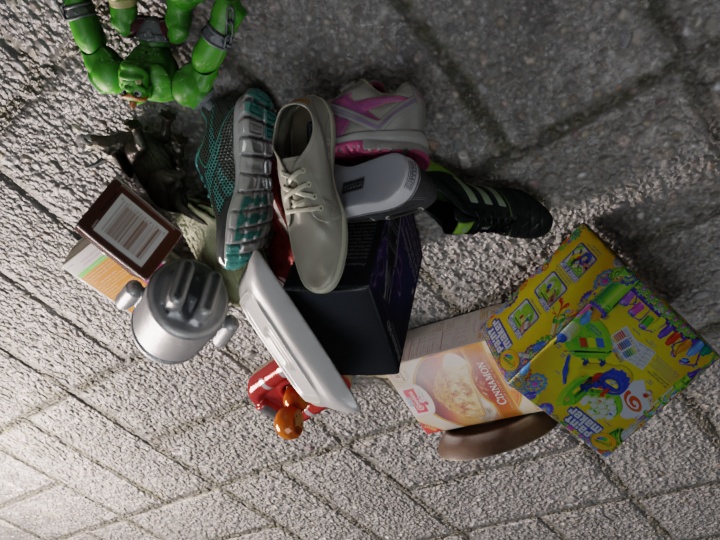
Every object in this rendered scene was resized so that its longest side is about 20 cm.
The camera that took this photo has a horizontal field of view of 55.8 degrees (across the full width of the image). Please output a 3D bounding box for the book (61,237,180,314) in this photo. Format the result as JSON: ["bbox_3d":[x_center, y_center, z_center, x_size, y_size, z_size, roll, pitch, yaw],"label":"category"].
[{"bbox_3d":[-0.319,0.012,1.012,0.132,0.049,0.200,-26,125,29],"label":"book"}]

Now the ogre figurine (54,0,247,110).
[{"bbox_3d":[-0.217,-0.235,0.706,0.194,0.099,0.123,1,120,-10],"label":"ogre figurine"}]

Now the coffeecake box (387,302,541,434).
[{"bbox_3d":[0.155,0.151,1.014,0.196,0.074,0.155,-19,121,29],"label":"coffeecake box"}]

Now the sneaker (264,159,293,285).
[{"bbox_3d":[-0.105,-0.043,0.885,0.113,0.079,0.203,-9,123,30],"label":"sneaker"}]

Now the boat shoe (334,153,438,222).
[{"bbox_3d":[0.003,-0.082,0.732,0.065,0.072,0.197,21,162,-38],"label":"boat shoe"}]

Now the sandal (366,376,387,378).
[{"bbox_3d":[0.001,0.124,1.033,0.076,0.071,0.214,-3,135,18],"label":"sandal"}]

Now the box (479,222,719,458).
[{"bbox_3d":[0.293,0.090,0.852,0.199,0.123,0.193,36,107,-24],"label":"box"}]

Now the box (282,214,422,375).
[{"bbox_3d":[0.000,0.000,0.811,0.102,0.203,0.150,-2,136,19],"label":"box"}]

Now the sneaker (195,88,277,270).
[{"bbox_3d":[-0.151,-0.105,0.786,0.089,0.206,0.077,9,-176,28],"label":"sneaker"}]

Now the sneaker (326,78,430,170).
[{"bbox_3d":[-0.004,-0.160,0.746,0.196,0.091,0.081,9,171,32],"label":"sneaker"}]

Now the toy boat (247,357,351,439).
[{"bbox_3d":[-0.104,0.211,1.103,0.129,0.133,0.199,34,133,-23],"label":"toy boat"}]

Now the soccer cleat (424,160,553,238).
[{"bbox_3d":[0.135,-0.068,0.800,0.195,0.082,0.068,18,137,-9],"label":"soccer cleat"}]

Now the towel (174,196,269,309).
[{"bbox_3d":[-0.179,-0.012,0.922,0.146,0.037,0.203,24,146,30],"label":"towel"}]

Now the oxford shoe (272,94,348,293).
[{"bbox_3d":[-0.055,-0.079,0.689,0.074,0.206,0.057,-6,177,31],"label":"oxford shoe"}]

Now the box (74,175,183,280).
[{"bbox_3d":[-0.288,-0.047,0.834,0.100,0.076,0.199,41,164,-20],"label":"box"}]

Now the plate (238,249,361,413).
[{"bbox_3d":[-0.084,0.083,0.785,0.202,0.032,0.200,57,163,0],"label":"plate"}]

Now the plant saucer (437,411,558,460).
[{"bbox_3d":[0.208,0.239,1.052,0.197,0.199,0.033,-19,91,28],"label":"plant saucer"}]

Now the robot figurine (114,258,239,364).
[{"bbox_3d":[-0.251,0.059,0.935,0.167,0.115,0.200,26,145,-17],"label":"robot figurine"}]

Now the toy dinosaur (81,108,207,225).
[{"bbox_3d":[-0.239,-0.121,0.814,0.199,0.077,0.103,40,138,7],"label":"toy dinosaur"}]
